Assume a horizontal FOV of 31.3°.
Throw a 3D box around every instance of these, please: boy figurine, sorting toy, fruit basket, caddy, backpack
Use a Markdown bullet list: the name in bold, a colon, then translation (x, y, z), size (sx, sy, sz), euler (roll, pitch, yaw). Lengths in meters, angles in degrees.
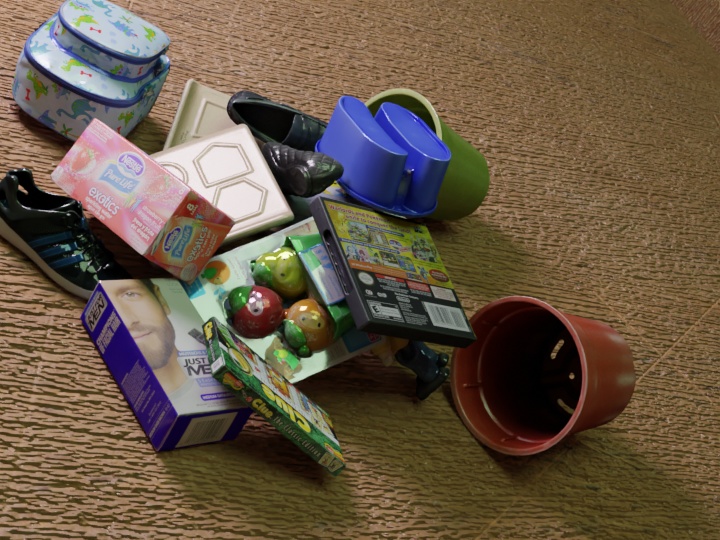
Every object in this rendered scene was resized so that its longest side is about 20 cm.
- **boy figurine**: translation (0.025, 0.078, 1.620), size (0.200, 0.064, 0.124), euler (39, 21, -16)
- **sorting toy**: translation (-0.173, -0.151, 1.772), size (0.200, 0.036, 0.185), euler (23, 59, -16)
- **fruit basket**: translation (-0.093, 0.040, 1.521), size (0.200, 0.094, 0.185), euler (-20, 70, -26)
- **caddy**: translation (0.026, -0.140, 1.660), size (0.141, 0.105, 0.200), euler (4, 31, -31)
- **backpack**: translation (-0.360, -0.270, 1.712), size (0.183, 0.147, 0.200), euler (28, 34, -5)
- **sorting toy**: translation (-0.201, -0.093, 1.635), size (0.185, 0.036, 0.200), euler (-20, 50, -12)

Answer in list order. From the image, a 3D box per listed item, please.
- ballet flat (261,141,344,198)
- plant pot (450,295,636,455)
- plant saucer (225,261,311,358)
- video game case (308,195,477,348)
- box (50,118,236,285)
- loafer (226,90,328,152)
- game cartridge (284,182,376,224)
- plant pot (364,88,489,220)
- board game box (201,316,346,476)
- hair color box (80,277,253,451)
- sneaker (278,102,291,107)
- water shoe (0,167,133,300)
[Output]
- **ballet flat**: translation (-0.083, -0.130, 1.666), size (0.057, 0.067, 0.200), euler (-15, 19, -22)
- **plant pot**: translation (0.255, 0.138, 1.693), size (0.195, 0.201, 0.201), euler (5, 40, -52)
- **plant saucer**: translation (-0.103, 0.039, 1.628), size (0.200, 0.036, 0.200), euler (24, 31, -16)
- **video game case**: translation (0.040, 0.004, 1.555), size (0.200, 0.025, 0.181), euler (12, 47, -46)
- **box**: translation (-0.258, -0.083, 1.515), size (0.200, 0.095, 0.103), euler (36, -1, 36)
- **loafer**: translation (-0.090, -0.183, 1.747), size (0.200, 0.068, 0.070), euler (26, 10, -4)
- **game cartridge**: translation (-0.027, -0.103, 1.747), size (0.133, 0.041, 0.200), euler (16, 27, 28)
- **plant pot**: translation (0.099, -0.154, 1.970), size (0.190, 0.200, 0.200), euler (17, 32, -48)
- **board game box**: translation (-0.095, 0.139, 1.417), size (0.200, 0.023, 0.105), euler (44, 13, -30)
- **hair color box**: translation (-0.213, 0.098, 1.413), size (0.109, 0.065, 0.200), euler (-3, 45, -45)
- **sneaker**: translation (-0.114, -0.165, 1.854), size (0.075, 0.088, 0.200), euler (15, 37, -32)
- **water shoe**: translation (-0.337, -0.038, 1.471), size (0.200, 0.079, 0.072), euler (34, 31, 0)
